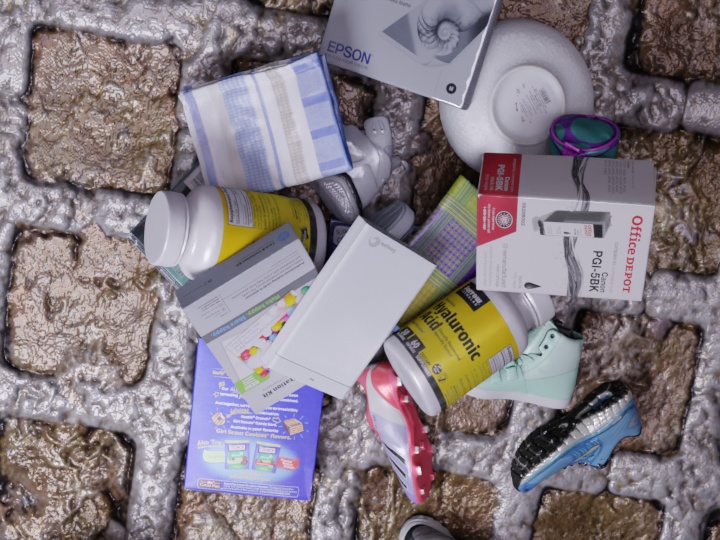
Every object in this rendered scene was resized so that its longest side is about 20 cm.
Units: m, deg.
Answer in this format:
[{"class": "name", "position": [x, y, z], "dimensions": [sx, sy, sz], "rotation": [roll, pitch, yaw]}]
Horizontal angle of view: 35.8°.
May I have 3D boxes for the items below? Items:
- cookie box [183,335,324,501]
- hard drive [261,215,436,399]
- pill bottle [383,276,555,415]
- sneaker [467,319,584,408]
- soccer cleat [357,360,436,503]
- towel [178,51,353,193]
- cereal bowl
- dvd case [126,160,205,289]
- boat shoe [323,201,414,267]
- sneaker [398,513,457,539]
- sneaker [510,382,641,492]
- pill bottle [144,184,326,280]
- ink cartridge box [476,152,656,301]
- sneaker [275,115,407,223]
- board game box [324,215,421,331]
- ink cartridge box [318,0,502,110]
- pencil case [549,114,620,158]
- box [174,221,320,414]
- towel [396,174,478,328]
[{"class": "cookie box", "position": [-0.132, 0.181, 1.434], "dimensions": [0.168, 0.075, 0.204], "rotation": [7, 101, -6]}, {"class": "hard drive", "position": [-0.011, 0.048, 1.305], "dimensions": [0.131, 0.027, 0.201], "rotation": [28, 100, -41]}, {"class": "pill bottle", "position": [0.135, 0.078, 1.362], "dimensions": [0.199, 0.111, 0.112], "rotation": [-34, 103, -8]}, {"class": "sneaker", "position": [0.193, 0.104, 1.442], "dimensions": [0.197, 0.074, 0.120], "rotation": [9, 108, -16]}, {"class": "soccer cleat", "position": [0.047, 0.212, 1.470], "dimensions": [0.075, 0.067, 0.203], "rotation": [-4, 111, 28]}, {"class": "towel", "position": [-0.114, -0.167, 1.324], "dimensions": [0.197, 0.024, 0.149], "rotation": [-11, 101, 23]}, {"class": "cereal bowl", "position": [0.196, -0.206, 1.374], "dimensions": [0.196, 0.083, 0.204], "rotation": [-1, 102, -3]}, {"class": "dvd case", "position": [-0.172, -0.019, 1.377], "dimensions": [0.200, 0.022, 0.146], "rotation": [47, 59, -13]}, {"class": "boat shoe", "position": [0.000, 0.000, 1.381], "dimensions": [0.062, 0.072, 0.200], "rotation": [39, 106, -26]}, {"class": "sneaker", "position": [0.143, 0.402, 1.502], "dimensions": [0.198, 0.079, 0.075], "rotation": [25, 97, -10]}, {"class": "sneaker", "position": [0.291, 0.240, 1.480], "dimensions": [0.199, 0.078, 0.091], "rotation": [-34, 106, 3]}, {"class": "pill bottle", "position": [-0.148, -0.039, 1.317], "dimensions": [0.197, 0.112, 0.114], "rotation": [6, 103, -29]}, {"class": "ink cartridge box", "position": [0.234, -0.050, 1.284], "dimensions": [0.196, 0.084, 0.148], "rotation": [4, 132, 10]}, {"class": "sneaker", "position": [-0.032, -0.167, 1.372], "dimensions": [0.114, 0.075, 0.201], "rotation": [-36, 87, -12]}, {"class": "board game box", "position": [0.050, 0.009, 1.432], "dimensions": [0.196, 0.034, 0.138], "rotation": [7, 101, -6]}, {"class": "ink cartridge box", "position": [0.067, -0.317, 1.329], "dimensions": [0.197, 0.041, 0.203], "rotation": [19, 100, 14]}, {"class": "pencil case", "position": [0.258, -0.090, 1.360], "dimensions": [0.084, 0.092, 0.202], "rotation": [26, 135, 25]}, {"class": "box", "position": [-0.104, 0.060, 1.309], "dimensions": [0.154, 0.041, 0.201], "rotation": [-30, 132, -3]}, {"class": "towel", "position": [0.099, -0.007, 1.375], "dimensions": [0.201, 0.023, 0.143], "rotation": [-50, 130, 6]}]
